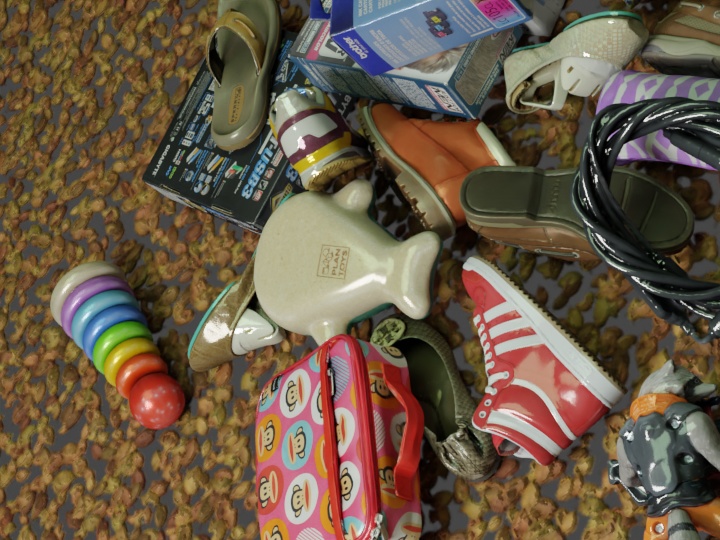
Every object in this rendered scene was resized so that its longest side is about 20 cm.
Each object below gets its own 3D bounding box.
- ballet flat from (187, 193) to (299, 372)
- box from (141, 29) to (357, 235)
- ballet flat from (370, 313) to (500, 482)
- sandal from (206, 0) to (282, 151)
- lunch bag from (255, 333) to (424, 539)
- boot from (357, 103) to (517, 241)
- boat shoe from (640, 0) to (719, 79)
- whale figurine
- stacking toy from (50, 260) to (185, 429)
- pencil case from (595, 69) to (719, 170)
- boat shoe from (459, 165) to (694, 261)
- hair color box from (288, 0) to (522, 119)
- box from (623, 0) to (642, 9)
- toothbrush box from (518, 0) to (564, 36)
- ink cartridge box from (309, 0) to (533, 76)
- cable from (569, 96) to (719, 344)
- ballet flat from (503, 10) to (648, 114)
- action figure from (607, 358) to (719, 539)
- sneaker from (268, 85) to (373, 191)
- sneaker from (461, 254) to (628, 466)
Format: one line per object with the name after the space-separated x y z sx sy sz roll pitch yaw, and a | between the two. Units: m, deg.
-0.085 0.023 1.769 0.072 0.068 0.200 33 87 27 | ballet flat
-0.107 -0.146 1.879 0.198 0.050 0.201 21 82 45 | box
0.057 0.102 1.601 0.067 0.046 0.200 -44 46 13 | ballet flat
-0.125 -0.214 1.862 0.080 0.054 0.201 -16 56 34 | sandal
-0.011 0.161 1.583 0.176 0.082 0.201 -34 51 41 | lunch bag
0.070 -0.107 1.699 0.107 0.075 0.200 -34 40 -3 | boot
0.316 -0.184 1.511 0.200 0.076 0.072 18 78 44 | boat shoe
0.000 0.000 1.667 0.199 0.104 0.160 4 82 39 | whale figurine
-0.230 0.081 1.853 0.085 0.085 0.200 -48 52 10 | stacking toy
0.281 -0.111 1.499 0.200 0.084 0.086 15 95 46 | pencil case
0.183 -0.045 1.557 0.199 0.068 0.072 13 67 23 | boat shoe
0.039 -0.208 1.723 0.199 0.061 0.100 15 70 40 | hair color box
0.199 -0.329 1.620 0.064 0.070 0.200 -37 78 -4 | box
0.109 -0.310 1.751 0.200 0.086 0.146 16 78 43 | toothbrush box
0.050 -0.260 1.652 0.199 0.076 0.137 -18 54 30 | ink cartridge box
0.252 -0.050 1.437 0.163 0.051 0.200 -40 84 35 | cable
0.183 -0.171 1.601 0.200 0.067 0.063 166 114 -68 | ballet flat
0.257 0.151 1.363 0.200 0.104 0.194 -29 61 29 | action figure
-0.039 -0.127 1.716 0.075 0.200 0.090 -27 91 0 | sneaker
0.120 0.077 1.543 0.113 0.071 0.200 -48 47 6 | sneaker
